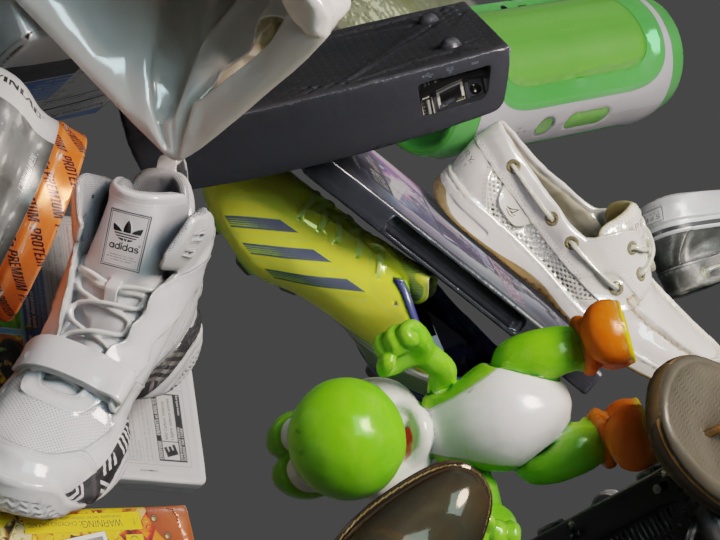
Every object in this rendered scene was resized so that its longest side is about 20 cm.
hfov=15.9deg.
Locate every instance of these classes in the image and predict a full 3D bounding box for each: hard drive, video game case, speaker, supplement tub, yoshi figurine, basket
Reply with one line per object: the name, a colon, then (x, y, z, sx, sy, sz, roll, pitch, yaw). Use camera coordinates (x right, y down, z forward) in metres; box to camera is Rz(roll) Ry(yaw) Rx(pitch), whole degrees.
hard drive: (-0.026, -0.091, 1.344, 0.199, 0.135, 0.043, -14, 108, -5)
video game case: (-0.172, 0.035, 1.274, 0.199, 0.018, 0.144, 8, 62, -35)
speaker: (0.102, -0.118, 1.534, 0.199, 0.088, 0.089, -13, 74, -42)
video game case: (0.042, -0.018, 1.418, 0.200, 0.019, 0.143, 37, 10, -16)
supplement tub: (-0.235, -0.058, 1.183, 0.199, 0.123, 0.123, 23, 53, -13)
yoshi figurine: (0.046, 0.079, 1.306, 0.113, 0.199, 0.112, -97, 171, -45)
basket: (-0.091, -0.179, 1.199, 0.200, 0.135, 0.123, 47, 42, -7)

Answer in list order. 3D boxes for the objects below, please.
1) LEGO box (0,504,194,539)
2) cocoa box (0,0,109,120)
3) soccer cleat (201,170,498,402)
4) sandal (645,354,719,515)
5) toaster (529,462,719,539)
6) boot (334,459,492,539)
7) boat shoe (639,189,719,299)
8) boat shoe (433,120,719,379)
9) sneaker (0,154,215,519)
LEGO box: (-0.163, 0.190, 1.152, 0.199, 0.077, 0.150, 1, 65, -38)
cocoa box: (-0.190, -0.183, 1.304, 0.133, 0.131, 0.201, -16, 77, -43)
soccer cleat: (0.001, 0.000, 1.385, 0.200, 0.084, 0.065, 44, 50, -10)
sandal: (0.223, 0.098, 1.282, 0.199, 0.055, 0.082, 34, 45, -21)
toaster: (0.183, 0.198, 1.352, 0.118, 0.181, 0.201, -17, 76, -44)
boot: (0.006, 0.175, 1.222, 0.075, 0.097, 0.200, 41, 79, -11)
boat shoe: (0.257, -0.014, 1.619, 0.199, 0.072, 0.071, -6, 79, -30)
boat shoe: (0.136, -0.008, 1.459, 0.200, 0.069, 0.071, 38, 18, -9)
sneaker: (-0.126, 0.025, 1.200, 0.075, 0.116, 0.200, 17, 31, 12)
